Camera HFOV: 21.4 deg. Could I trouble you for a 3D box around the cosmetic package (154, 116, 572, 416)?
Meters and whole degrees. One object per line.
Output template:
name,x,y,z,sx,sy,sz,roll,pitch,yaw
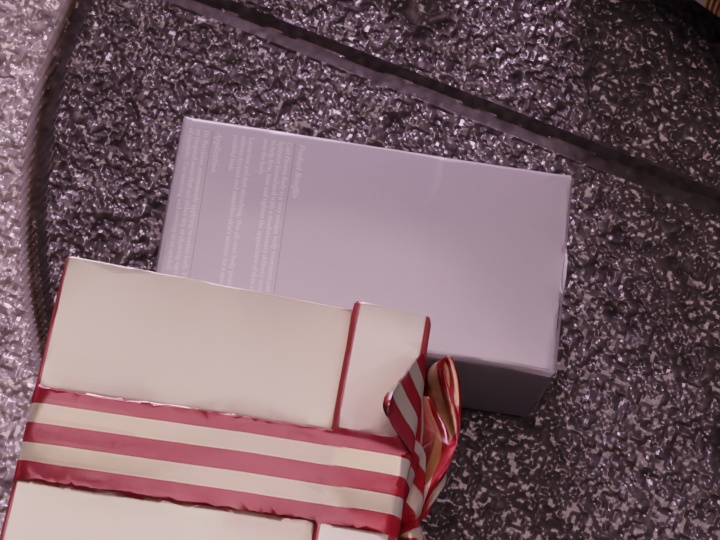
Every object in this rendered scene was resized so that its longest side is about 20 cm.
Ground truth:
cosmetic package,0.000,0.000,0.936,0.198,0.090,0.108,11,70,-3

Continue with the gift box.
gift box,-0.054,0.110,0.836,0.185,0.200,0.187,11,75,-2

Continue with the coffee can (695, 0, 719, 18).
coffee can,0.215,-0.201,0.989,0.199,0.147,0.147,37,72,9
